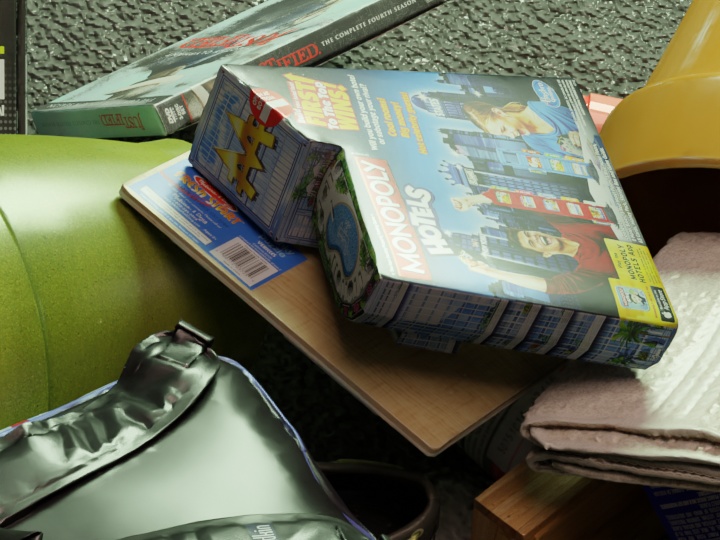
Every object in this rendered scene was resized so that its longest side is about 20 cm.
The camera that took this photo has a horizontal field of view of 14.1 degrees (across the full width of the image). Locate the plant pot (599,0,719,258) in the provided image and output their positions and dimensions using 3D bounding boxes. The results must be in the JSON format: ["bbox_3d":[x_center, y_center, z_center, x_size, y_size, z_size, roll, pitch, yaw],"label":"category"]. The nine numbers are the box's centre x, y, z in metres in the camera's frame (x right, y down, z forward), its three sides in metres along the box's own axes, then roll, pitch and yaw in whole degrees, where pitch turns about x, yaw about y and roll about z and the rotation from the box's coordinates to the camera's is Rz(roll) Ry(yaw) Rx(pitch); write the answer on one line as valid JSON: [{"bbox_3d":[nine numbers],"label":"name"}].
[{"bbox_3d":[0.230,-0.081,1.519,0.199,0.200,0.184,18,66,1],"label":"plant pot"}]

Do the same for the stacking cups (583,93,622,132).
[{"bbox_3d":[0.218,-0.064,1.630,0.199,0.061,0.061,15,51,1],"label":"stacking cups"}]

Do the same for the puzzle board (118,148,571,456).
[{"bbox_3d":[0.000,0.000,1.392,0.200,0.017,0.151,39,39,17],"label":"puzzle board"}]

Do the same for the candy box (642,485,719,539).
[{"bbox_3d":[0.249,0.130,1.422,0.169,0.077,0.201,-34,99,-32],"label":"candy box"}]

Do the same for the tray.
[{"bbox_3d":[0.134,0.103,1.453,0.037,0.099,0.200,35,53,28],"label":"tray"}]

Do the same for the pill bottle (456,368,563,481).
[{"bbox_3d":[0.052,0.014,1.495,0.200,0.114,0.114,42,56,19],"label":"pill bottle"}]

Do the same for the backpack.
[{"bbox_3d":[-0.104,0.140,1.274,0.190,0.155,0.200,-11,41,-34],"label":"backpack"}]

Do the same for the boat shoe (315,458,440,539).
[{"bbox_3d":[-0.059,0.127,1.419,0.201,0.060,0.072,-2,54,-14],"label":"boat shoe"}]

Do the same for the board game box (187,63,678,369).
[{"bbox_3d":[0.026,-0.028,1.369,0.199,0.062,0.200,9,35,-19],"label":"board game box"}]

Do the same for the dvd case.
[{"bbox_3d":[-0.062,-0.117,1.568,0.199,0.146,0.022,-29,106,-28],"label":"dvd case"}]

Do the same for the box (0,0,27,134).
[{"bbox_3d":[-0.270,-0.103,1.493,0.199,0.048,0.194,1,88,-13],"label":"box"}]

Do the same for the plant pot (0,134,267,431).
[{"bbox_3d":[-0.155,0.015,1.415,0.192,0.201,0.201,-16,57,-36],"label":"plant pot"}]

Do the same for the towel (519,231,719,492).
[{"bbox_3d":[0.170,0.037,1.372,0.132,0.035,0.200,4,33,30],"label":"towel"}]
